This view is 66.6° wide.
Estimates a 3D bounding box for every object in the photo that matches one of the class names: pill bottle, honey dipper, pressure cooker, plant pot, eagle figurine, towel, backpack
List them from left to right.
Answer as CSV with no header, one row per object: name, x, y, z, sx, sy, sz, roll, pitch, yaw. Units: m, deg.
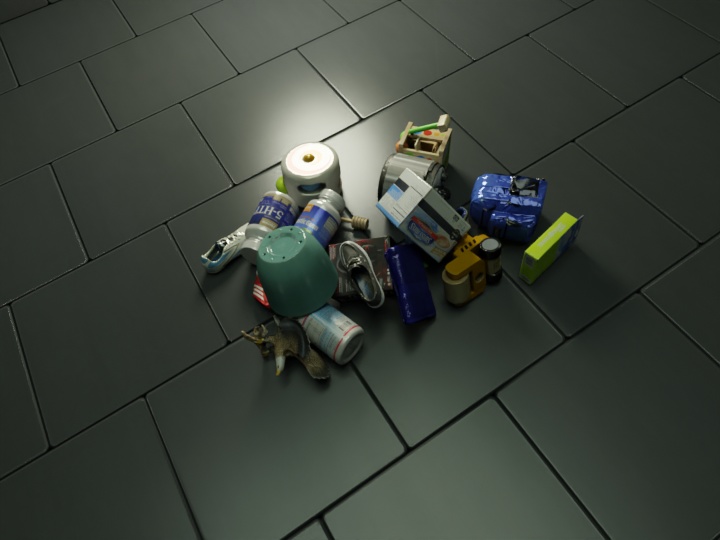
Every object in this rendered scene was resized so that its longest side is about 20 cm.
pill bottle,-0.267,-0.119,1.595,0.118,0.120,0.202,13,60,14
eagle figurine,-0.175,0.194,1.377,0.197,0.151,0.153,-2,92,23
plant pot,-0.172,-0.012,1.384,0.198,0.162,0.202,-10,47,10
pill bottle,-0.125,-0.131,1.576,0.111,0.112,0.202,23,72,19
pill bottle,-0.093,0.144,1.415,0.199,0.109,0.109,34,66,24
honey dipper,-0.071,-0.156,1.652,0.197,0.038,0.038,12,59,18
towel,0.127,0.035,1.417,0.049,0.147,0.203,-16,84,32
pressure cooker,0.164,-0.240,1.592,0.197,0.180,0.177,16,55,17
backpack,0.406,-0.181,1.543,0.197,0.163,0.170,14,63,13

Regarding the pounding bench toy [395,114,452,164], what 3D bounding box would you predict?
pounding bench toy,0.188,-0.388,1.663,0.154,0.202,0.125,14,50,14

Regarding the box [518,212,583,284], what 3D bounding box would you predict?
box,0.514,-0.065,1.481,0.199,0.123,0.048,-40,60,-19

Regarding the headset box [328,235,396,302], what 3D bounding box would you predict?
headset box,0.000,0.000,1.476,0.197,0.075,0.151,-8,73,19

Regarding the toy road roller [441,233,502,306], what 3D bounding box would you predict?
toy road roller,0.282,-0.018,1.481,0.199,0.124,0.146,-34,46,-16

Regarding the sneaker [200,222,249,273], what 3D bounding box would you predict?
sneaker,-0.381,-0.074,1.606,0.071,0.073,0.200,33,65,25

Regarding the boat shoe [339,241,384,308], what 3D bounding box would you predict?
boat shoe,-0.004,0.004,1.398,0.069,0.066,0.202,-29,68,11

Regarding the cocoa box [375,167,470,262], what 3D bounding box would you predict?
cocoa box,0.164,-0.141,1.431,0.132,0.199,0.134,-48,41,8

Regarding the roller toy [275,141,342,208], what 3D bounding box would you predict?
roller toy,-0.147,-0.298,1.676,0.181,0.141,0.200,31,60,27

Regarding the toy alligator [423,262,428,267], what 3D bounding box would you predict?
toy alligator,0.090,0.012,1.520,0.197,0.059,0.055,-5,99,12

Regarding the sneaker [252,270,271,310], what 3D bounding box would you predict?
sneaker,-0.205,0.059,1.513,0.197,0.078,0.117,1,65,21

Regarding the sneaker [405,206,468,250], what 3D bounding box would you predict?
sneaker,0.216,-0.127,1.571,0.198,0.089,0.076,-24,60,-8
